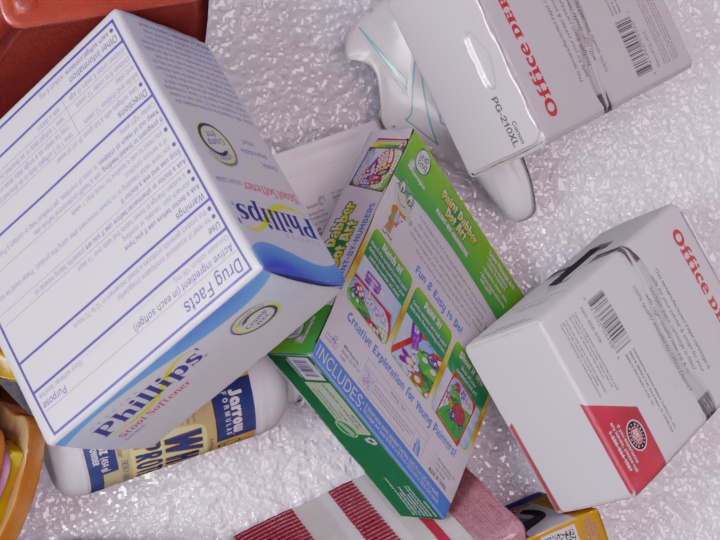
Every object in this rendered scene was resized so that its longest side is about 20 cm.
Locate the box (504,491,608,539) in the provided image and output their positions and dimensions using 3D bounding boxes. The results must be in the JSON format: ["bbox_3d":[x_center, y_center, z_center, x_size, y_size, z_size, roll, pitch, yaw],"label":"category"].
[{"bbox_3d":[0.072,0.220,1.340,0.199,0.119,0.042,-19,94,-15],"label":"box"}]

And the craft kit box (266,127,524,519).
[{"bbox_3d":[0.033,0.039,1.289,0.200,0.048,0.198,54,51,-38],"label":"craft kit box"}]

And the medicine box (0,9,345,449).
[{"bbox_3d":[-0.141,-0.021,1.126,0.182,0.103,0.201,-39,68,21],"label":"medicine box"}]

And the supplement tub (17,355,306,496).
[{"bbox_3d":[-0.136,0.061,1.273,0.199,0.144,0.145,-18,94,-14],"label":"supplement tub"}]

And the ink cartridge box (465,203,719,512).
[{"bbox_3d":[0.191,0.062,1.352,0.200,0.084,0.145,-36,99,-41],"label":"ink cartridge box"}]

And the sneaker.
[{"bbox_3d":[0.061,-0.116,1.376,0.080,0.070,0.201,-34,96,3],"label":"sneaker"}]

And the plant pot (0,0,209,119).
[{"bbox_3d":[-0.200,-0.205,1.184,0.199,0.176,0.201,-13,86,-26],"label":"plant pot"}]

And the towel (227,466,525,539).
[{"bbox_3d":[0.002,0.198,1.312,0.199,0.144,0.023,-23,117,-14],"label":"towel"}]

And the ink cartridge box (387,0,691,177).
[{"bbox_3d":[0.133,-0.173,1.333,0.200,0.084,0.145,-29,93,-43],"label":"ink cartridge box"}]

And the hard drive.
[{"bbox_3d":[0.000,0.000,1.339,0.132,0.027,0.201,-23,96,-48],"label":"hard drive"}]

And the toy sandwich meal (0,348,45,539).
[{"bbox_3d":[-0.279,0.106,1.219,0.070,0.205,0.206,15,85,-35],"label":"toy sandwich meal"}]
